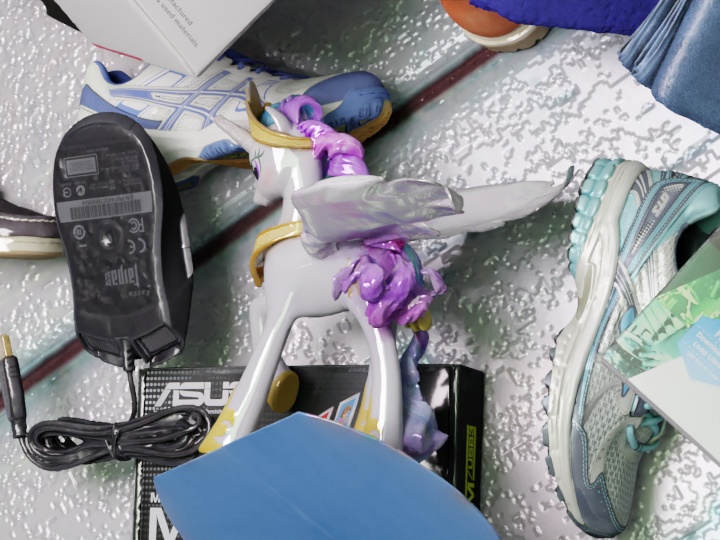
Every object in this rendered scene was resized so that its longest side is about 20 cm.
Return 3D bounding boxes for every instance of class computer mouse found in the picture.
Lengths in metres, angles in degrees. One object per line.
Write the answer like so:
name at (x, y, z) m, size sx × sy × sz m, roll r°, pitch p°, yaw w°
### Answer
computer mouse at (-0.148, 0.016, 1.421) m, size 0.140 × 0.046 × 0.200 m, roll -12°, pitch 89°, yaw 30°

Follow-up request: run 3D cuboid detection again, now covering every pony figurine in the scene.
pony figurine at (0.000, 0.000, 1.316) m, size 0.193 × 0.167 × 0.200 m, roll 2°, pitch 90°, yaw 33°

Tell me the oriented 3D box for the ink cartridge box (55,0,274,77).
ink cartridge box at (-0.069, -0.205, 1.333) m, size 0.200 × 0.083 × 0.147 m, roll -46°, pitch 27°, yaw -12°

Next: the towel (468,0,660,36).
towel at (0.143, -0.219, 1.290) m, size 0.050 × 0.148 × 0.200 m, roll -115°, pitch 35°, yaw -59°

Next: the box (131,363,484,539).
box at (-0.032, 0.148, 1.391) m, size 0.200 × 0.048 × 0.193 m, roll -1°, pitch 84°, yaw 24°

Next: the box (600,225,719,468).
box at (0.239, 0.020, 1.253) m, size 0.144 × 0.036 × 0.200 m, roll 42°, pitch 88°, yaw 11°

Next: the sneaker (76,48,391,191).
sneaker at (-0.079, -0.100, 1.433) m, size 0.200 × 0.075 × 0.088 m, roll -10°, pitch 78°, yaw 23°

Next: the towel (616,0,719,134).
towel at (0.223, -0.161, 1.286) m, size 0.200 × 0.112 × 0.049 m, roll -60°, pitch 35°, yaw 8°

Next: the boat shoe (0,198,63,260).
boat shoe at (-0.261, -0.049, 1.515) m, size 0.200 × 0.072 × 0.065 m, roll 14°, pitch 93°, yaw 32°

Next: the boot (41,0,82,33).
boot at (-0.162, -0.240, 1.435) m, size 0.200 × 0.069 × 0.174 m, roll 32°, pitch 82°, yaw 5°

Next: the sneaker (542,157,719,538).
sneaker at (0.148, 0.041, 1.307) m, size 0.086 × 0.078 × 0.200 m, roll 5°, pitch 85°, yaw 22°

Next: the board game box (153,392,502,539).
board game box at (-0.005, 0.123, 1.281) m, size 0.200 × 0.158 × 0.039 m, roll -27°, pitch 29°, yaw 49°

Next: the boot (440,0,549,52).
boot at (0.061, -0.228, 1.369) m, size 0.075 × 0.107 × 0.200 m, roll -10°, pitch 77°, yaw 25°
